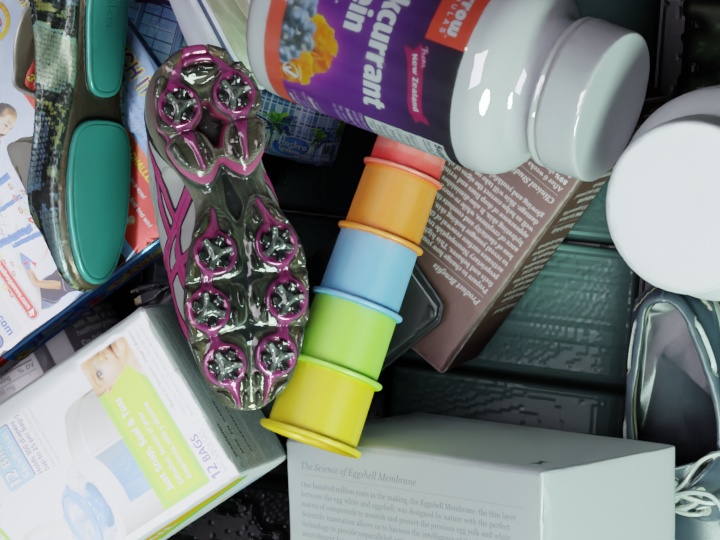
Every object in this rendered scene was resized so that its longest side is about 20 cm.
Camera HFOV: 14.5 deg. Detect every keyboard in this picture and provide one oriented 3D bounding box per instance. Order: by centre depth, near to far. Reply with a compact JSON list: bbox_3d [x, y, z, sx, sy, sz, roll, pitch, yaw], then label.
[{"bbox_3d":[-0.057,0.032,1.650,0.200,0.021,0.127,-37,87,21],"label":"keyboard"}]

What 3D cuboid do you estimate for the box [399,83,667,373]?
[{"bbox_3d":[0.077,-0.050,1.635,0.100,0.075,0.200,40,106,12],"label":"box"}]

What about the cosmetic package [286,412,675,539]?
[{"bbox_3d":[0.068,0.192,1.606,0.199,0.123,0.201,5,100,44],"label":"cosmetic package"}]

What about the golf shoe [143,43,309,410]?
[{"bbox_3d":[-0.075,-0.021,1.567,0.072,0.092,0.201,-8,84,-14],"label":"golf shoe"}]

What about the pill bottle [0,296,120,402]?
[{"bbox_3d":[-0.188,0.071,1.728,0.113,0.113,0.201,-29,85,21],"label":"pill bottle"}]

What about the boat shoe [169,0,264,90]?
[{"bbox_3d":[-0.091,-0.197,1.625,0.062,0.072,0.201,-24,97,17],"label":"boat shoe"}]

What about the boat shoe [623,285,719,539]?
[{"bbox_3d":[0.184,0.106,1.616,0.074,0.062,0.201,2,97,19],"label":"boat shoe"}]

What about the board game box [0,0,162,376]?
[{"bbox_3d":[-0.201,-0.070,1.652,0.195,0.056,0.200,-36,83,2],"label":"board game box"}]

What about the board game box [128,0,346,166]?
[{"bbox_3d":[-0.086,-0.186,1.688,0.199,0.062,0.201,20,103,18],"label":"board game box"}]

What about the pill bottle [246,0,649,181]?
[{"bbox_3d":[0.048,-0.117,1.511,0.199,0.111,0.112,21,103,25],"label":"pill bottle"}]

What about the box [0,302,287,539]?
[{"bbox_3d":[-0.160,0.117,1.612,0.199,0.101,0.113,-33,84,13],"label":"box"}]

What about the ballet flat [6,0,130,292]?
[{"bbox_3d":[-0.166,-0.088,1.597,0.074,0.074,0.201,2,84,21],"label":"ballet flat"}]

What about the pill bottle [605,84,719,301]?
[{"bbox_3d":[0.200,-0.043,1.518,0.114,0.200,0.115,3,97,20],"label":"pill bottle"}]

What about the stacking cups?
[{"bbox_3d":[0.000,0.000,1.578,0.060,0.060,0.201,14,83,19],"label":"stacking cups"}]
